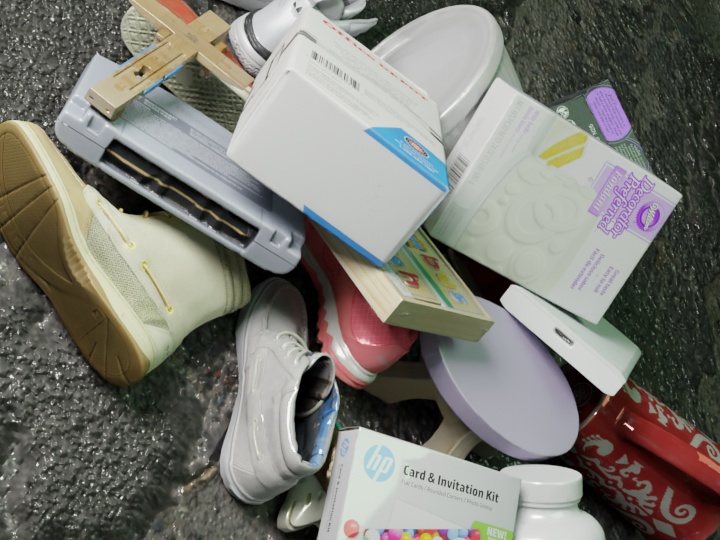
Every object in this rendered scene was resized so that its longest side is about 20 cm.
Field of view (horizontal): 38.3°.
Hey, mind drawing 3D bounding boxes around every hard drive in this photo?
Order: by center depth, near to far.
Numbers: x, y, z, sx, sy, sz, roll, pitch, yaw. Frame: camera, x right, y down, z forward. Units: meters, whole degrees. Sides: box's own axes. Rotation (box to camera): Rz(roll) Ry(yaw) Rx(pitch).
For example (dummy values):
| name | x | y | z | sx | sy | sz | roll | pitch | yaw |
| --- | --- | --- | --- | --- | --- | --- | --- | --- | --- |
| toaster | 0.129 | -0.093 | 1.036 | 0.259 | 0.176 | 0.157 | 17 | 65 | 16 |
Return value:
| name | x | y | z | sx | sy | sz | roll | pitch | yaw |
| --- | --- | --- | --- | --- | --- | --- | --- | --- | --- |
| hard drive | 0.210 | 0.057 | 1.014 | 0.132 | 0.026 | 0.200 | 41 | 15 | 13 |

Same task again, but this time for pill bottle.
| name | x | y | z | sx | sy | sz | roll | pitch | yaw |
| --- | --- | --- | --- | --- | --- | --- | --- | --- | --- |
| pill bottle | 0.149 | 0.270 | 0.870 | 0.110 | 0.110 | 0.203 | 0 | 92 | -47 |

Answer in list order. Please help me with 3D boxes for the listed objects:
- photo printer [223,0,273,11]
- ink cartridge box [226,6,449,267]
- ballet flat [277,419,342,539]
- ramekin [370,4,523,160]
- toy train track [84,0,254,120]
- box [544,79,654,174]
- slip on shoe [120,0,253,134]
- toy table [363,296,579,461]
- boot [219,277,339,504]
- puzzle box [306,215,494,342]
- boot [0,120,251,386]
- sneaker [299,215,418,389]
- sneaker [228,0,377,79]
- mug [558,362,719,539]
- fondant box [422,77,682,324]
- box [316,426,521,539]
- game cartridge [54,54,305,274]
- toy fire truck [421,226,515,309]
| name | x | y | z | sx | sy | sz | roll | pitch | yaw |
| --- | --- | --- | --- | --- | --- | --- | --- | --- | --- |
| photo printer | -0.036 | -0.316 | 0.979 | 0.165 | 0.199 | 0.070 | 7 | 63 | -44 |
| ink cartridge box | -0.013 | -0.112 | 0.810 | 0.145 | 0.084 | 0.200 | 35 | 21 | -14 |
| ballet flat | -0.024 | 0.213 | 0.813 | 0.072 | 0.068 | 0.202 | -15 | 84 | -31 |
| ramekin | 0.069 | -0.155 | 1.013 | 0.094 | 0.201 | 0.204 | 46 | 41 | -34 |
| toy train track | -0.153 | -0.153 | 0.789 | 0.114 | 0.033 | 0.200 | 38 | 32 | -4 |
| box | 0.200 | -0.099 | 1.096 | 0.105 | 0.200 | 0.123 | -23 | 85 | -18 |
| slip on shoe | -0.120 | -0.158 | 0.903 | 0.200 | 0.074 | 0.061 | 47 | 39 | -10 |
| toy table | 0.094 | 0.111 | 0.943 | 0.200 | 0.117 | 0.185 | 43 | 43 | -23 |
| boot | -0.051 | 0.081 | 0.819 | 0.073 | 0.095 | 0.202 | 29 | 49 | -33 |
| puzzle box | 0.015 | -0.027 | 0.846 | 0.132 | 0.025 | 0.201 | 15 | 32 | -51 |
| boot | -0.174 | -0.033 | 0.773 | 0.154 | 0.072 | 0.201 | -35 | 97 | -52 |
| sneaker | 0.000 | 0.000 | 0.909 | 0.074 | 0.086 | 0.202 | 25 | 41 | -52 |
| sneaker | -0.034 | -0.225 | 0.972 | 0.076 | 0.114 | 0.200 | 63 | 22 | 1 |
| mug | 0.301 | 0.180 | 1.090 | 0.200 | 0.177 | 0.134 | 39 | 48 | -19 |
| fondant box | 0.170 | -0.059 | 0.938 | 0.199 | 0.145 | 0.058 | 26 | 14 | -23 |
| box | 0.036 | 0.237 | 0.779 | 0.155 | 0.041 | 0.202 | 21 | 69 | -23 |
| game cartridge | -0.131 | -0.083 | 0.792 | 0.199 | 0.041 | 0.134 | 33 | 25 | -19 |
| toy fire truck | 0.100 | 0.005 | 1.038 | 0.199 | 0.049 | 0.142 | 38 | 32 | -28 |
